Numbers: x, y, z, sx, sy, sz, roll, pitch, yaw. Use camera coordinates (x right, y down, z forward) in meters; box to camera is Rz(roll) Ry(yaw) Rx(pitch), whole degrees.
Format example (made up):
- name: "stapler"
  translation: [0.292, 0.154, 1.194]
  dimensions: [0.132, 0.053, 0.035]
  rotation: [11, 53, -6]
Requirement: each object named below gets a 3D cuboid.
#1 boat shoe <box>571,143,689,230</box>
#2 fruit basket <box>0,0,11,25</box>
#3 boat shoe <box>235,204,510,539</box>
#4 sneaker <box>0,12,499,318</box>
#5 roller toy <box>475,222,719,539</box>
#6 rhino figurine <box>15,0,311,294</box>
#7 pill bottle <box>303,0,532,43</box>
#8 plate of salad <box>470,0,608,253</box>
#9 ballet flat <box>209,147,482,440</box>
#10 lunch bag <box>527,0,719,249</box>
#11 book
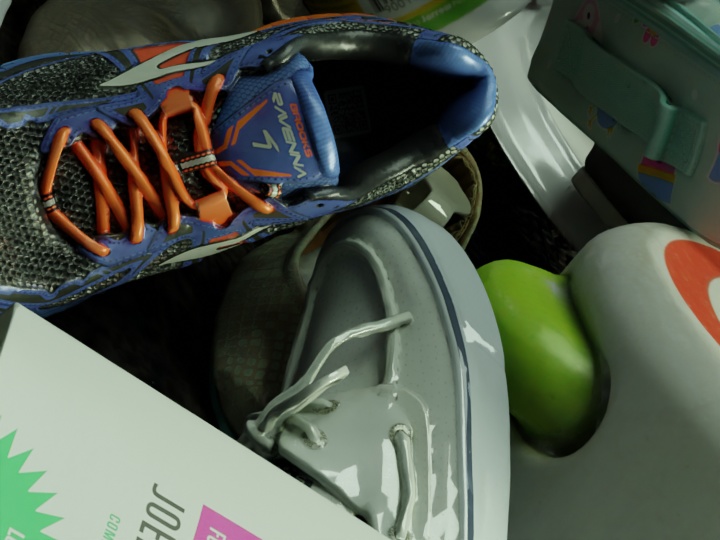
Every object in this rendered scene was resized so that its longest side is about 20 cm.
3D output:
- name: "boat shoe"
  translation: [0.148, -0.004, 0.905]
  dimensions: [0.067, 0.057, 0.200]
  rotation: [28, 16, -40]
- name: "fruit basket"
  translation: [-0.156, -0.155, 0.697]
  dimensions: [0.185, 0.094, 0.201]
  rotation: [40, 48, -33]
- name: "boat shoe"
  translation: [-0.011, 0.063, 0.670]
  dimensions: [0.086, 0.075, 0.203]
  rotation: [19, 56, -33]
- name: "sneaker"
  translation: [-0.044, -0.038, 0.683]
  dimensions: [0.199, 0.078, 0.076]
  rotation: [-23, 99, -32]
- name: "roller toy"
  translation: [0.110, 0.091, 0.757]
  dimensions: [0.200, 0.140, 0.182]
  rotation: [47, 20, 23]
- name: "rhino figurine"
  translation: [-0.070, -0.055, 0.767]
  dimensions: [0.088, 0.060, 0.200]
  rotation: [56, 38, -15]
- name: "pill bottle"
  translation: [-0.007, -0.188, 0.950]
  dimensions: [0.200, 0.111, 0.111]
  rotation: [58, 20, -22]
- name: "plate of salad"
  translation: [0.105, -0.048, 1.064]
  dimensions: [0.200, 0.048, 0.201]
  rotation: [37, 33, -28]
- name: "ballet flat"
  translation: [0.000, 0.000, 0.805]
  dimensions: [0.067, 0.062, 0.200]
  rotation: [45, 25, -9]
- name: "lunch bag"
  translation: [0.154, -0.057, 0.843]
  dimensions: [0.160, 0.077, 0.200]
  rotation: [13, 17, -26]
- name: "book"
  translation: [-0.027, 0.115, 0.564]
  dimensions: [0.200, 0.048, 0.134]
  rotation: [33, 50, -22]
